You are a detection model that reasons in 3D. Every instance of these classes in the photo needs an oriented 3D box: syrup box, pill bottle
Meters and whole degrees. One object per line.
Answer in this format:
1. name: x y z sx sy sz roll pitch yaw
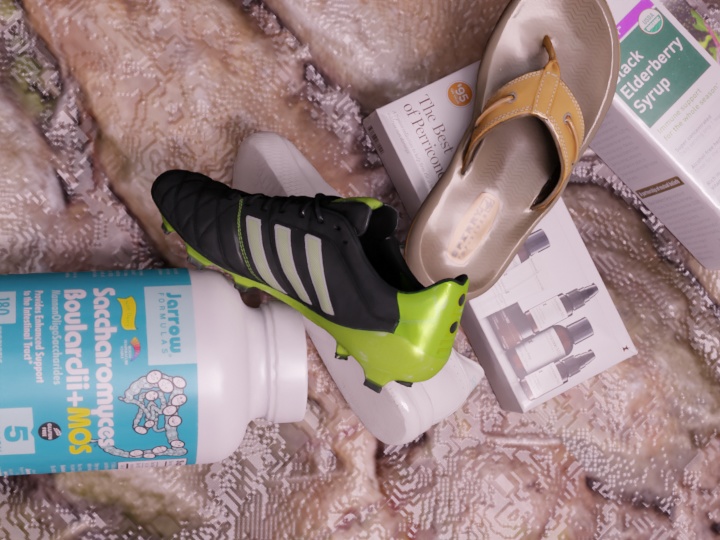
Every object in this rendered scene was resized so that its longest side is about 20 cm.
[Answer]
1. syrup box: 0.186 -0.099 0.919 0.079 0.081 0.200 -45 96 -11
2. pill bottle: -0.132 0.054 0.836 0.200 0.111 0.111 -3 87 -10

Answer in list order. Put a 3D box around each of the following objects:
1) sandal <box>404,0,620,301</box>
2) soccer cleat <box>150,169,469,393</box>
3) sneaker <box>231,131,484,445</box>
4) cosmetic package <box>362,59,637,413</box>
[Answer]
1. sandal: 0.088 -0.071 0.850 0.080 0.054 0.200 27 93 -5
2. soccer cleat: -0.027 -0.014 0.808 0.200 0.068 0.081 33 110 24
3. sneaker: 0.000 0.000 0.893 0.088 0.075 0.200 -30 88 -31
4. cosmetic package: 0.084 -0.021 0.911 0.083 0.051 0.200 -27 91 -12
